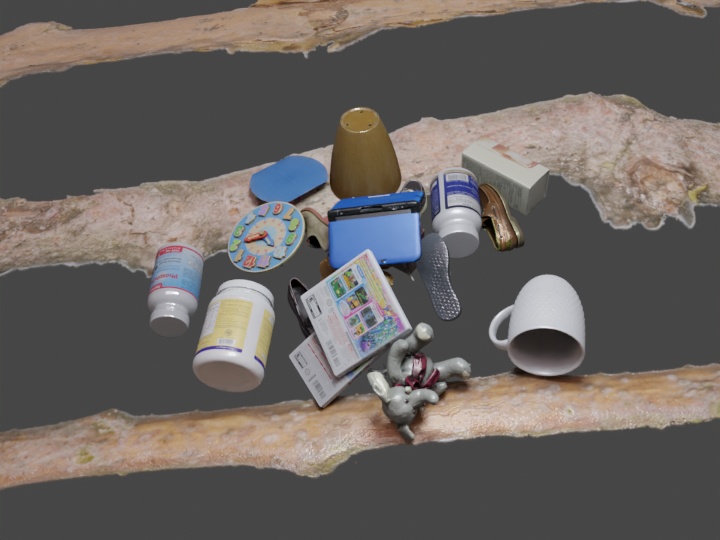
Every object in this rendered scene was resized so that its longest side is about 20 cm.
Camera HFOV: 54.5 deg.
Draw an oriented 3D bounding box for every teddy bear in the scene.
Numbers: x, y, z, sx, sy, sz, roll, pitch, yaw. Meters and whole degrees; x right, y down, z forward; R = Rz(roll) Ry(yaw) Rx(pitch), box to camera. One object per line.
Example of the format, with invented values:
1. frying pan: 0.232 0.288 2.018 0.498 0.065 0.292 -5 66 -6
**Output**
1. teddy bear: 0.000 0.000 1.549 0.067 0.200 0.145 -6 78 -48

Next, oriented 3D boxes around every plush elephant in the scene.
1. plush elephant: 0.096 0.225 1.341 0.200 0.165 0.155 -26 33 22

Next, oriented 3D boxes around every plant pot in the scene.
1. plant pot: 0.006 -0.294 1.729 0.186 0.200 0.186 -3 53 3

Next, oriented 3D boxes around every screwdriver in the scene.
1. screwdriver: 0.069 -0.051 1.521 0.029 0.028 0.200 -15 54 -35

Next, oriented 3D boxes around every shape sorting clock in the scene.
1. shape sorting clock: -0.224 -0.081 1.651 0.200 0.039 0.200 -11 59 19

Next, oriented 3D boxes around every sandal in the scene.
1. sandal: 0.170 0.017 1.542 0.076 0.043 0.200 -15 76 14

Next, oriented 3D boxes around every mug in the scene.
1. mug: 0.356 0.106 1.428 0.200 0.148 0.175 -17 36 31

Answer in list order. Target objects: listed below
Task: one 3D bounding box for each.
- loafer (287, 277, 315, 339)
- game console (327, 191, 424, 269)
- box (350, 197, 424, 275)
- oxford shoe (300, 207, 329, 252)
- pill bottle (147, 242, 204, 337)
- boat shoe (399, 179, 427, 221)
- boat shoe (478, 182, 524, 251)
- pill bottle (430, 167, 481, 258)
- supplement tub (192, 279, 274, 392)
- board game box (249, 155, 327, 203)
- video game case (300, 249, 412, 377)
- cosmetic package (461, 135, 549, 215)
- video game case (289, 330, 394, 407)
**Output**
1. loafer: -0.106 0.096 1.518 0.072 0.063 0.200 -29 55 -15
2. game console: 0.037 -0.091 1.513 0.200 0.118 0.171 -4 17 13
3. box: 0.048 -0.080 1.619 0.200 0.100 0.075 25 59 24
4. oxford shoe: -0.109 -0.095 1.638 0.075 0.070 0.200 -48 30 -9
5. pill bottle: -0.414 0.043 1.562 0.109 0.109 0.200 -4 51 2
6. boat shoe: 0.121 -0.167 1.687 0.072 0.065 0.200 7 41 11
7. boat shoe: 0.312 -0.130 1.649 0.068 0.072 0.200 -17 52 -9
8. pill bottle: 0.223 -0.135 1.634 0.116 0.116 0.200 -1 52 5
9. supplement tub: -0.257 0.134 1.451 0.145 0.145 0.200 2 52 7
10. board game box: -0.183 -0.222 1.796 0.200 0.039 0.158 -32 50 -25
11. video game case: -0.013 0.085 1.414 0.182 0.024 0.200 -35 60 14
12. cosmetic package: 0.350 -0.234 1.709 0.200 0.103 0.087 36 64 27
13. video game case: -0.041 0.162 1.430 0.200 0.018 0.143 -44 55 9
